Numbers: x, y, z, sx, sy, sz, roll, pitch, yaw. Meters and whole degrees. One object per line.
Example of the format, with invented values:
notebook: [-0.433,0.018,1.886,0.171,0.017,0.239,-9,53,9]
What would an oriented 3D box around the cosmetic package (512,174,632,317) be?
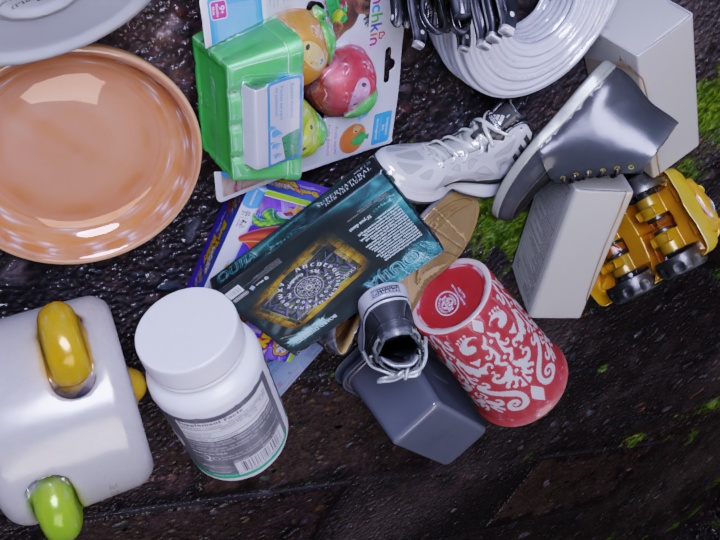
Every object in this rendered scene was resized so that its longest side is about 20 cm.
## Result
cosmetic package: [0.258,-0.047,0.907,0.072,0.104,0.201,1,132,-7]

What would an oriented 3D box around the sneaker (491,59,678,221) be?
sneaker: [0.231,-0.109,0.767,0.200,0.106,0.075,-53,168,27]

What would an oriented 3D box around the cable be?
cable: [0.156,-0.262,0.677,0.200,0.069,0.200,-44,139,9]

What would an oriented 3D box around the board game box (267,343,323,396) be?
board game box: [-0.103,0.102,0.882,0.200,0.019,0.103,-48,139,14]

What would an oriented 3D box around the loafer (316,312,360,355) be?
loafer: [0.000,0.000,0.803,0.072,0.072,0.201,7,113,-41]

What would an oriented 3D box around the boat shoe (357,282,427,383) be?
boat shoe: [0.039,0.085,0.782,0.073,0.068,0.200,-15,153,-7]

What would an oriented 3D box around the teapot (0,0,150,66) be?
teapot: [-0.214,-0.219,0.408,0.199,0.147,0.197,-23,175,-43]

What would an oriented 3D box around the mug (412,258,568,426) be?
mug: [0.141,0.085,0.906,0.200,0.177,0.134,47,66,-38]

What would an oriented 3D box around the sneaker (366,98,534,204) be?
sneaker: [0.101,-0.135,0.745,0.200,0.076,0.116,-8,144,-42]

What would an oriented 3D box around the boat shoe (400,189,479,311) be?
boat shoe: [0.058,-0.017,0.848,0.071,0.069,0.200,34,97,-26]

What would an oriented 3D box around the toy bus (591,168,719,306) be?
toy bus: [0.408,-0.056,0.966,0.191,0.136,0.200,-16,166,-29]

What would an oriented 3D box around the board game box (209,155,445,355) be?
board game box: [-0.030,-0.006,0.719,0.199,0.028,0.135,-35,134,10]

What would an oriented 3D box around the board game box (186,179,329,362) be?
board game box: [-0.096,-0.001,0.752,0.134,0.045,0.201,12,121,-31]

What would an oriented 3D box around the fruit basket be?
fruit basket: [-0.039,-0.159,0.623,0.199,0.094,0.186,-18,137,-25]

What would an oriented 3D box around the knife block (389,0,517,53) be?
knife block: [0.072,-0.270,0.528,0.064,0.176,0.201,-6,131,-32]

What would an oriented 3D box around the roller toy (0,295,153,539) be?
roller toy: [-0.266,0.120,0.659,0.139,0.182,0.201,-16,103,-20]

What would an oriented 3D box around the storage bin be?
storage bin: [0.088,0.173,0.996,0.146,0.135,0.200,-44,140,9]

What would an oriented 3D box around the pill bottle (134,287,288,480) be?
pill bottle: [-0.143,0.115,0.716,0.113,0.113,0.201,-25,140,-13]

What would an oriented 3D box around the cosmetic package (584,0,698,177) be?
cosmetic package: [0.315,-0.211,0.813,0.073,0.104,0.200,-37,139,2]

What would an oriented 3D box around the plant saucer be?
plant saucer: [-0.231,-0.094,0.591,0.199,0.038,0.201,-19,136,-19]
